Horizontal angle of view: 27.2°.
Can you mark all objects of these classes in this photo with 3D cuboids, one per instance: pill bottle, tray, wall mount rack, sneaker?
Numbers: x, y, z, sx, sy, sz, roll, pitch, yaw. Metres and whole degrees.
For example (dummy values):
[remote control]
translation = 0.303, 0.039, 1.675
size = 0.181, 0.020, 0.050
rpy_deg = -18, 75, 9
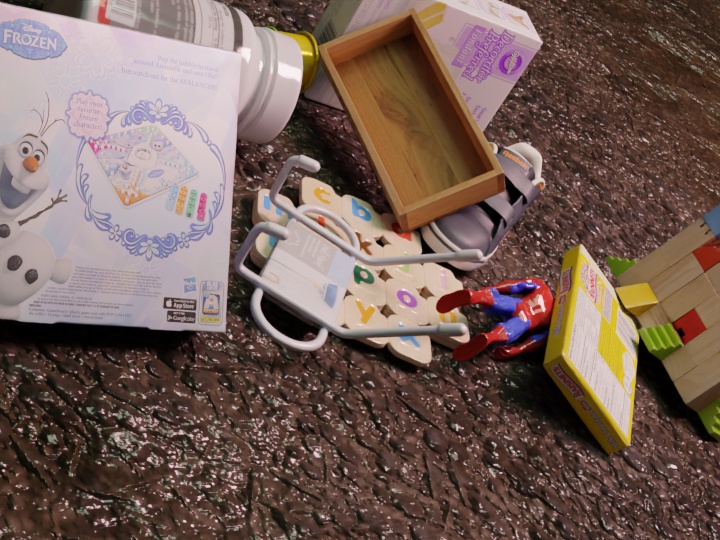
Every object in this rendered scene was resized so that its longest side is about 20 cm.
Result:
[pill bottle]
translation = -0.157, -0.175, 1.226
size = 0.199, 0.114, 0.114
rpy_deg = 14, 35, -31
[tray]
translation = 0.044, -0.137, 1.336
size = 0.098, 0.037, 0.200
rpy_deg = -23, 60, -4
[wall mount rack]
translation = -0.002, -0.004, 1.143
size = 0.173, 0.075, 0.200
rpy_deg = 31, 31, -7
[sneaker]
translation = 0.115, -0.069, 1.366
size = 0.078, 0.079, 0.200
rpy_deg = 38, 28, 1

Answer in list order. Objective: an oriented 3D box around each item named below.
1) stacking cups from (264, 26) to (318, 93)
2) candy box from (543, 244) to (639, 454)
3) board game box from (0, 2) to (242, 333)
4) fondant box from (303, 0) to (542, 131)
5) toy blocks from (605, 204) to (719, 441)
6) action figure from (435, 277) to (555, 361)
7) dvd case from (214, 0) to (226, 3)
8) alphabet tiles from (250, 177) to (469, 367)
[stacking cups]
translation = -0.133, -0.200, 1.344
size = 0.200, 0.061, 0.061
rpy_deg = 3, 42, -39
[candy box]
translation = 0.204, 0.064, 1.293
size = 0.102, 0.026, 0.200
rpy_deg = 51, 27, -14
[board game box]
translation = -0.175, -0.062, 0.995
size = 0.200, 0.200, 0.043
rpy_deg = 6, -3, -40
[fondant box]
translation = 0.056, -0.212, 1.456
size = 0.199, 0.144, 0.058
rpy_deg = 15, 35, -30
[toy blocks]
translation = 0.329, 0.033, 1.358
size = 0.100, 0.137, 0.200
rpy_deg = 31, 29, -48
[action figure]
translation = 0.124, 0.039, 1.252
size = 0.200, 0.052, 0.066
rpy_deg = -4, 67, -59
[dvd case]
translation = -0.220, -0.255, 1.220
size = 0.146, 0.022, 0.200
rpy_deg = 2, -7, 24
[alphabet tiles]
translation = 0.000, 0.000, 1.229
size = 0.199, 0.015, 0.196
rpy_deg = 23, 32, -18
